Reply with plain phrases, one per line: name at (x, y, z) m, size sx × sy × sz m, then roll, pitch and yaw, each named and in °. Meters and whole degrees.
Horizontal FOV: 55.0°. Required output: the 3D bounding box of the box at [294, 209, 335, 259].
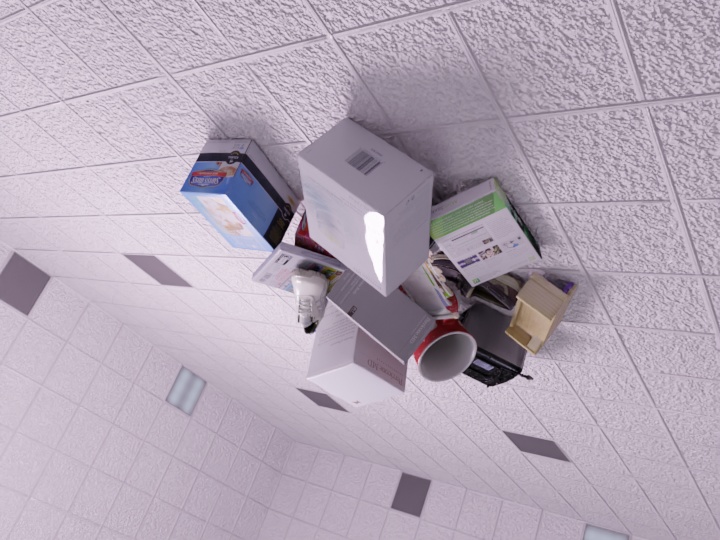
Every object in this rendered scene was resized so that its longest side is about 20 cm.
box at (-0.084, -0.062, 1.467) m, size 0.093 × 0.102 × 0.201 m, roll 21°, pitch 157°, yaw 2°

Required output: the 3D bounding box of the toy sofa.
toy sofa at (0.358, 0.079, 1.385) m, size 0.082 × 0.098 × 0.201 m, roll 37°, pitch 162°, yaw 20°

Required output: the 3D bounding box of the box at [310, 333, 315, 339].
box at (-0.014, 0.175, 1.819) m, size 0.181 × 0.106 × 0.201 m, roll -9°, pitch 126°, yaw 44°

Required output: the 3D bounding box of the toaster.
toaster at (0.286, 0.178, 1.595) m, size 0.196 × 0.121 × 0.181 m, roll 25°, pitch 157°, yaw -4°

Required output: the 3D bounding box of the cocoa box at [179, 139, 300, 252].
cocoa box at (-0.239, -0.148, 1.397) m, size 0.131 × 0.134 × 0.201 m, roll 7°, pitch 152°, yaw 32°

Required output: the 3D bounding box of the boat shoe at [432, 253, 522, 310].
boat shoe at (0.227, 0.024, 1.399) m, size 0.196 × 0.066 × 0.072 m, roll 20°, pitch 158°, yaw 11°

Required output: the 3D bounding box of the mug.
mug at (0.161, 0.103, 1.478) m, size 0.132 × 0.179 × 0.201 m, roll 22°, pitch -156°, yaw -33°

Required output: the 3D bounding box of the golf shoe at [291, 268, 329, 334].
golf shoe at (-0.105, 0.067, 1.444) m, size 0.076 × 0.100 × 0.201 m, roll 5°, pitch 155°, yaw 9°

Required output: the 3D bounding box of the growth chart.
growth chart at (0.116, 0.018, 1.324) m, size 0.143 × 0.018 × 0.203 m, roll -1°, pitch 123°, yaw 52°

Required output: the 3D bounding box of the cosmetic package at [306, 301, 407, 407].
cosmetic package at (0.002, 0.173, 1.573) m, size 0.166 × 0.204 × 0.165 m, roll 34°, pitch 140°, yaw -32°

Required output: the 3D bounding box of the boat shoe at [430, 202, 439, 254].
boat shoe at (0.119, -0.066, 1.306) m, size 0.067 × 0.073 × 0.200 m, roll 26°, pitch 153°, yaw -9°

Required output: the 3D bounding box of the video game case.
video game case at (-0.118, 0.008, 1.463) m, size 0.178 × 0.023 × 0.200 m, roll 18°, pitch 154°, yaw -20°

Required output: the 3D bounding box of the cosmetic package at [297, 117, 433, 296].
cosmetic package at (0.009, -0.103, 1.149) m, size 0.198 × 0.122 × 0.202 m, roll 37°, pitch 153°, yaw 28°

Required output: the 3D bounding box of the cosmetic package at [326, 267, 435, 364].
cosmetic package at (0.041, 0.079, 1.344) m, size 0.198 × 0.108 × 0.090 m, roll 37°, pitch 174°, yaw 13°

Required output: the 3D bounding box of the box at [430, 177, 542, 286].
box at (0.213, -0.061, 1.207) m, size 0.142 × 0.037 × 0.200 m, roll -23°, pitch 135°, yaw 25°
